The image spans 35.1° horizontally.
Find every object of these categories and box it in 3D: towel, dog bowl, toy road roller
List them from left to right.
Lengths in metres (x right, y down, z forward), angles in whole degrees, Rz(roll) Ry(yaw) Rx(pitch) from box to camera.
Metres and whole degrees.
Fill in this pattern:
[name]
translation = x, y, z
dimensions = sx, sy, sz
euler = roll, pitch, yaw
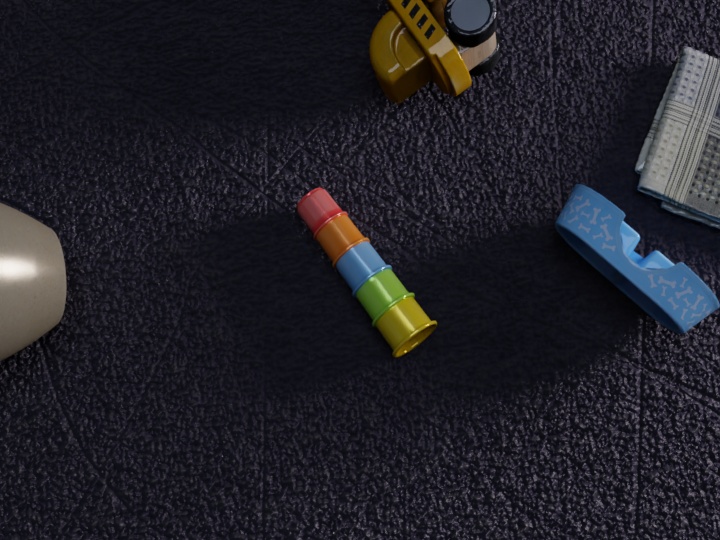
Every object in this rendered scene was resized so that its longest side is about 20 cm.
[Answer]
[toy road roller]
translation = 0.059, -0.284, 1.281
dimensions = 0.145, 0.123, 0.201
euler = -35, 76, 1
[dog bowl]
translation = 0.291, -0.009, 1.222
dimensions = 0.200, 0.111, 0.050
euler = 42, 89, 10
[towel]
translation = 0.425, -0.138, 1.307
dimensions = 0.191, 0.035, 0.202
euler = 23, 72, 1

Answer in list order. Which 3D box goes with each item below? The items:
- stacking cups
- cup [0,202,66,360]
[stacking cups]
translation = 0.000, 0.000, 1.237
dimensions = 0.060, 0.061, 0.201
euler = -35, 73, -12
[cup]
translation = -0.383, 0.011, 1.159
dimensions = 0.142, 0.200, 0.202
euler = -4, 71, -31
